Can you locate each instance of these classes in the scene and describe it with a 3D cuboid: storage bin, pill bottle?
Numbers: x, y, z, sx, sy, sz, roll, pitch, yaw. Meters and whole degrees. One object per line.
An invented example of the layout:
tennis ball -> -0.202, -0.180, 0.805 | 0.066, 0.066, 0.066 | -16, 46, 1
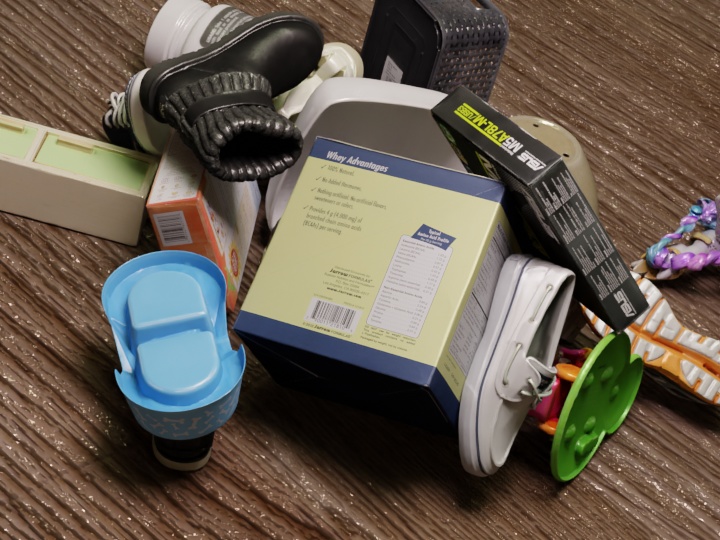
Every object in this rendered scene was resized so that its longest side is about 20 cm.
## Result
storage bin -> 0.072, -0.224, 1.977 | 0.093, 0.201, 0.135 | -9, 43, -32
pill bottle -> -0.133, -0.227, 1.973 | 0.199, 0.115, 0.114 | 27, 38, 13

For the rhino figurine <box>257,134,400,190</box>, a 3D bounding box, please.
rhino figurine -> -0.035, -0.128, 1.882 | 0.198, 0.088, 0.060 | -18, 72, -5

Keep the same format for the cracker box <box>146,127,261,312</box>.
cracker box -> -0.151, -0.068, 1.738 | 0.057, 0.135, 0.201 | -7, 35, 12

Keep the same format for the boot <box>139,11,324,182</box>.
boot -> -0.091, -0.164, 1.685 | 0.210, 0.080, 0.158 | -28, 41, -24

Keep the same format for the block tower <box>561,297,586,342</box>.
block tower -> 0.155, 0.014, 1.756 | 0.199, 0.054, 0.058 | 21, 21, -48

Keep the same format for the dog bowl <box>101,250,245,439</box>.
dog bowl -> -0.162, 0.066, 1.536 | 0.110, 0.050, 0.201 | -11, 44, -9

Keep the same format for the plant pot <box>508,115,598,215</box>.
plant pot -> 0.174, -0.085, 1.897 | 0.198, 0.135, 0.201 | 11, 38, -8

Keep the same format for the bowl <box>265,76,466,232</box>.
bowl -> 0.005, -0.117, 1.805 | 0.198, 0.200, 0.075 | 5, 43, -28

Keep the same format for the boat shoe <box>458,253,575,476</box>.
boat shoe -> 0.139, 0.087, 1.551 | 0.066, 0.202, 0.073 | 12, 3, 33

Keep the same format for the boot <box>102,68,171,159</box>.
boot -> -0.230, -0.156, 1.806 | 0.090, 0.200, 0.073 | 18, 74, 13

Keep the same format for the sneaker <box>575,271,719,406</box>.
sneaker -> 0.293, 0.073, 1.767 | 0.200, 0.077, 0.078 | 39, 78, 2

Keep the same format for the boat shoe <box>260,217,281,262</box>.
boat shoe -> 0.000, -0.001, 1.774 | 0.199, 0.066, 0.072 | 17, 36, 0

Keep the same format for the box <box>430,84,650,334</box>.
box -> 0.163, -0.058, 1.617 | 0.047, 0.200, 0.193 | -38, 36, -3

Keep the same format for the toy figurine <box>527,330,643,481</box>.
toy figurine -> 0.153, 0.091, 1.687 | 0.183, 0.151, 0.200 | 24, 16, 25

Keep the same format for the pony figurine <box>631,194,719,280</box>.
pony figurine -> 0.419, -0.023, 1.926 | 0.199, 0.168, 0.192 | -21, 19, -36

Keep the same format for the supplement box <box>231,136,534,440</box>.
supplement box -> 0.025, 0.015, 1.598 | 0.198, 0.134, 0.201 | 15, 70, 23

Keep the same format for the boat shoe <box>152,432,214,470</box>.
boat shoe -> -0.164, 0.089, 1.599 | 0.073, 0.064, 0.202 | 1, 37, -12

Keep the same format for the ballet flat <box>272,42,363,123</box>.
ballet flat -> -0.047, -0.192, 1.850 | 0.069, 0.070, 0.200 | 29, 48, 16

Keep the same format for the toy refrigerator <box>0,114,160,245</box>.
toy refrigerator -> -0.308, -0.097, 1.774 | 0.198, 0.070, 0.076 | 15, 37, -2
